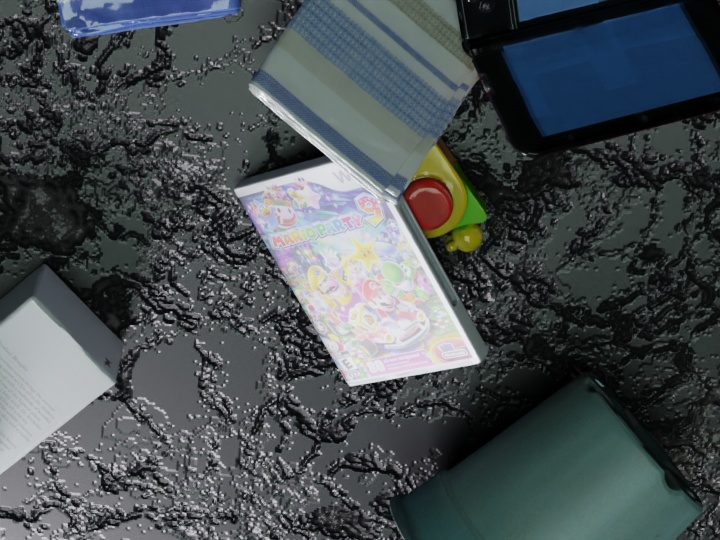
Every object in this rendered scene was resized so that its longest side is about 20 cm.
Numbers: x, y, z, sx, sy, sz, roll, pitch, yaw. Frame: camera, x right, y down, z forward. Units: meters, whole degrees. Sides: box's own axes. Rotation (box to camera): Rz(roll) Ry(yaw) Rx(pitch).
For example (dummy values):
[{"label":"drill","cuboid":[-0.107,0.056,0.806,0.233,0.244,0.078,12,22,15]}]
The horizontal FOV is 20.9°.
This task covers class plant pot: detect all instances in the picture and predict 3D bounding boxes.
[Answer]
[{"label":"plant pot","cuboid":[0.161,0.201,1.593,0.196,0.200,0.200,-41,107,8]}]

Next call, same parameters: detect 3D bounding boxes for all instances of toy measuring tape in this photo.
[{"label":"toy measuring tape","cuboid":[0.029,-0.090,1.527,0.073,0.074,0.200,-32,110,13]}]

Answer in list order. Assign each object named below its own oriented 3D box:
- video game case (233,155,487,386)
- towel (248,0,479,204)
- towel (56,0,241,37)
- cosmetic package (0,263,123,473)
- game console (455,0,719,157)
[{"label":"video game case","cuboid":[0.000,0.000,1.556,0.142,0.018,0.201,-12,116,39]},{"label":"towel","cuboid":[0.022,-0.169,1.468,0.147,0.024,0.201,37,77,-15]},{"label":"towel","cuboid":[-0.172,-0.280,1.469,0.143,0.024,0.202,-6,113,2]},{"label":"cosmetic package","cuboid":[-0.302,0.100,1.606,0.200,0.071,0.102,-37,109,15]},{"label":"game console","cuboid":[0.179,-0.200,1.429,0.198,0.119,0.174,-15,113,-10]}]
